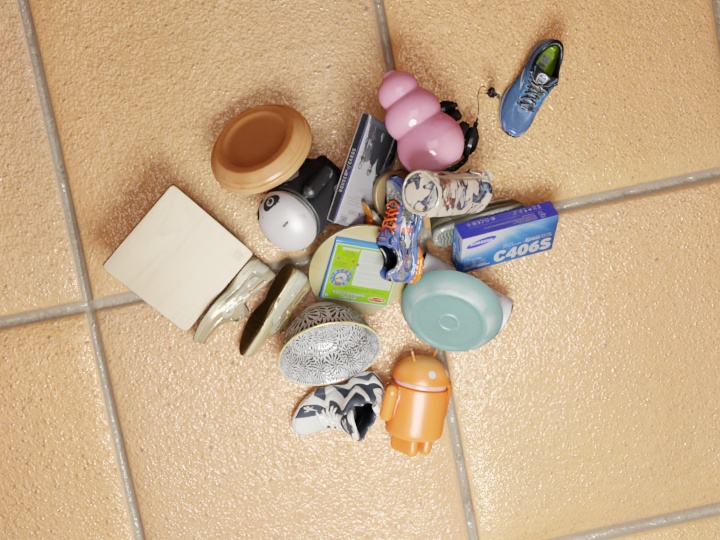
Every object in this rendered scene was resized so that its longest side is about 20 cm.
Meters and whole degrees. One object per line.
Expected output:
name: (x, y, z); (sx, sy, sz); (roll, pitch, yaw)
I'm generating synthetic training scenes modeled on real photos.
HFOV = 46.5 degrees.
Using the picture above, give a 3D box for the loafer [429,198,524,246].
loafer: (0.220, -0.106, 1.600); (0.198, 0.076, 0.070); (-13, 52, -16)

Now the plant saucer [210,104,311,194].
plant saucer: (-0.187, -0.230, 1.526); (0.197, 0.038, 0.202); (-10, 56, 14)

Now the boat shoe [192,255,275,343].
boat shoe: (-0.242, 0.068, 1.599); (0.065, 0.072, 0.201); (39, 87, -5)

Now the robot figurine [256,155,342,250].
robot figurine: (-0.106, -0.126, 1.534); (0.123, 0.200, 0.152); (15, 136, 25)

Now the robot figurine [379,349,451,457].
robot figurine: (0.109, 0.252, 1.609); (0.142, 0.117, 0.203); (8, 95, -3)

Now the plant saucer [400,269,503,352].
plant saucer: (0.169, 0.088, 1.579); (0.197, 0.036, 0.202); (10, 131, 12)

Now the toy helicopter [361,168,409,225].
toy helicopter: (0.065, -0.089, 1.590); (0.131, 0.079, 0.202); (-19, 113, -23)

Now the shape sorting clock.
shape sorting clock: (0.000, 0.000, 1.586); (0.197, 0.039, 0.202); (-5, 120, -9)

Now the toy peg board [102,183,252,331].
toy peg board: (-0.345, -0.032, 1.584); (0.199, 0.098, 0.200); (41, 93, -21)

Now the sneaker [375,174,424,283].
sneaker: (0.066, -0.070, 1.502); (0.078, 0.075, 0.203); (-12, 102, -30)

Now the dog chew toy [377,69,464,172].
dog chew toy: (0.101, -0.270, 1.512); (0.124, 0.125, 0.201); (-31, 91, 0)

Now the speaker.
speaker: (0.191, 0.044, 1.612); (0.198, 0.081, 0.082); (28, 94, -5)

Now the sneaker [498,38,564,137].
sneaker: (0.323, -0.348, 1.577); (0.078, 0.089, 0.202); (24, 94, -4)

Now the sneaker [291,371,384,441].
sneaker: (-0.043, 0.279, 1.585); (0.197, 0.130, 0.080); (-21, 112, 6)

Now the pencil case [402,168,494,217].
pencil case: (0.155, -0.141, 1.474); (0.078, 0.199, 0.090); (39, 117, 29)

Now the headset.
headset: (0.182, -0.274, 1.598); (0.124, 0.094, 0.200); (45, 107, -3)

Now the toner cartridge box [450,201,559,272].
toner cartridge box: (0.272, -0.062, 1.583); (0.198, 0.043, 0.096); (-15, 138, -11)

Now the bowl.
bowl: (-0.066, 0.123, 1.584); (0.198, 0.095, 0.202); (-9, 141, -8)

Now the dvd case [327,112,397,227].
dvd case: (0.011, -0.176, 1.553); (0.025, 0.150, 0.202); (21, 94, 26)

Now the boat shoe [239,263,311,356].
boat shoe: (-0.161, 0.087, 1.603); (0.066, 0.074, 0.201); (29, 101, -30)
